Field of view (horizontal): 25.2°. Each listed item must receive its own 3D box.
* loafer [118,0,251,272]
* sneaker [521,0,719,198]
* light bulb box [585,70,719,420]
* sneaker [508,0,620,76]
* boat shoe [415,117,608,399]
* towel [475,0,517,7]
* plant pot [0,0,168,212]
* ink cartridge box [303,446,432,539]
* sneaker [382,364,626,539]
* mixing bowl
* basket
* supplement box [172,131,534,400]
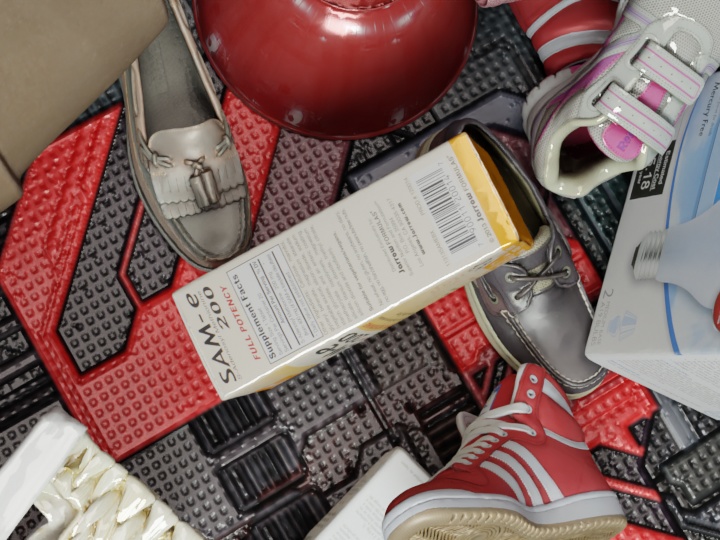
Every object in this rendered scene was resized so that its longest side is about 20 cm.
[{"bbox_3d":[-0.120,-0.099,1.038,0.071,0.063,0.202,-16,82,-11],"label":"loafer"},{"bbox_3d":[0.177,-0.113,1.012,0.081,0.200,0.089,26,43,-17],"label":"sneaker"},{"bbox_3d":[0.265,-0.018,0.994,0.124,0.199,0.200,23,76,-25],"label":"light bulb box"},{"bbox_3d":[0.201,-0.193,1.098,0.198,0.071,0.114,-20,78,-4],"label":"sneaker"},{"bbox_3d":[0.102,-0.009,1.051,0.071,0.065,0.201,-26,84,-14],"label":"boat shoe"},{"bbox_3d":[0.136,-0.246,1.034,0.198,0.023,0.145,-15,68,-22],"label":"towel"},{"bbox_3d":[-0.213,-0.151,0.959,0.174,0.200,0.201,-32,85,-8],"label":"plant pot"},{"bbox_3d":[0.012,0.237,1.002,0.163,0.057,0.200,44,81,2],"label":"ink cartridge box"},{"bbox_3d":[0.073,0.116,0.974,0.199,0.071,0.113,8,53,-47],"label":"sneaker"},{"bbox_3d":[-0.010,-0.195,1.051,0.198,0.108,0.203,1,80,-7],"label":"mixing bowl"},{"bbox_3d":[-0.171,0.169,0.913,0.123,0.200,0.136,39,76,-4],"label":"basket"},{"bbox_3d":[0.000,0.000,0.975,0.199,0.126,0.074,-28,84,9],"label":"supplement box"}]
